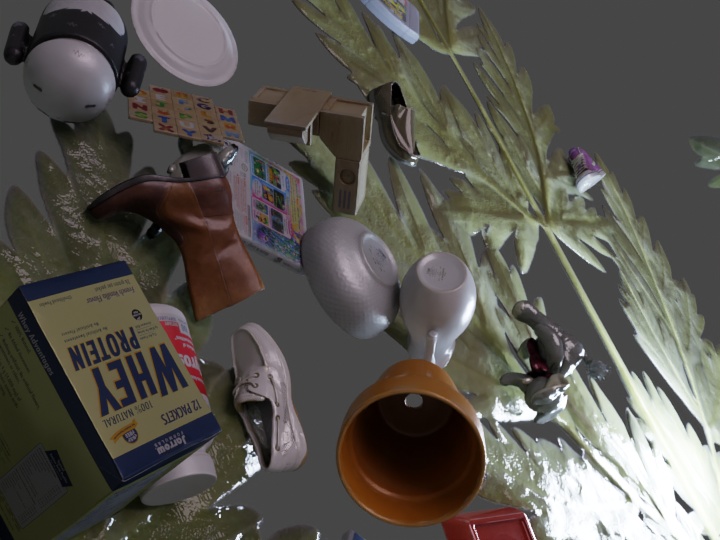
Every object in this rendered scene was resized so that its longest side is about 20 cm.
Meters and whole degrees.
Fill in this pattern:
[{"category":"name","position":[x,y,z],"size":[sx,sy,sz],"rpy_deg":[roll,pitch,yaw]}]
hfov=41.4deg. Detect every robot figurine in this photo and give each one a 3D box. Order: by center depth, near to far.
[{"category":"robot figurine","position":[-0.380,-0.287,1.275],"size":[0.126,0.148,0.202],"rpy_deg":[63,17,-44]}]

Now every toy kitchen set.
[{"category":"toy kitchen set","position":[-0.096,-0.189,1.591],"size":[0.197,0.183,0.164],"rpy_deg":[11,30,9]}]

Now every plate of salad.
[{"category":"plate of salad","position":[-0.288,-0.382,1.552],"size":[0.198,0.048,0.203],"rpy_deg":[23,51,-32]}]

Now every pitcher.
[{"category":"pitcher","position":[0.116,0.086,1.497],"size":[0.119,0.202,0.173],"rpy_deg":[7,50,3]}]

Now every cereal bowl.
[{"category":"cereal bowl","position":[0.000,0.000,1.499],"size":[0.200,0.083,0.202],"rpy_deg":[39,34,-33]}]

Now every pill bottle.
[{"category":"pill bottle","position":[-0.226,0.149,1.059],"size":[0.111,0.112,0.202],"rpy_deg":[9,52,-48]}]

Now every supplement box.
[{"category":"supplement box","position":[-0.279,0.136,0.920],"size":[0.202,0.199,0.134],"rpy_deg":[58,32,8]}]

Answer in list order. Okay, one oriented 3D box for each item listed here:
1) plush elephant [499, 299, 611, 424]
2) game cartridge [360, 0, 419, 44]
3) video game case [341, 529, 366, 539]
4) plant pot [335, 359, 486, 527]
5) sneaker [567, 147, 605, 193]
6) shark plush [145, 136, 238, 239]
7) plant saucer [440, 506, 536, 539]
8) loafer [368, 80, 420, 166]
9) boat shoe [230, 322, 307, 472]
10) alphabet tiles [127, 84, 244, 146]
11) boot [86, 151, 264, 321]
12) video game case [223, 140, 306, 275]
[{"category":"plush elephant","position":[0.328,0.188,1.719],"size":[0.199,0.166,0.155],"rpy_deg":[31,64,26]},{"category":"game cartridge","position":[0.064,-0.630,2.255],"size":[0.199,0.041,0.134],"rpy_deg":[35,40,-27]},{"category":"video game case","position":[0.031,0.453,1.182],"size":[0.182,0.022,0.201],"rpy_deg":[41,35,-19]},{"category":"plant pot","position":[0.073,0.219,1.324],"size":[0.200,0.200,0.184],"rpy_deg":[46,16,-10]},{"category":"sneaker","position":[0.591,-0.275,2.563],"size":[0.115,0.072,0.200],"rpy_deg":[52,21,6]},{"category":"shark plush","position":[-0.230,-0.111,1.331],"size":[0.089,0.084,0.202],"rpy_deg":[12,48,3]},{"category":"plant saucer","position":[0.222,0.448,1.418],"size":[0.198,0.037,0.202],"rpy_deg":[10,51,-48]},{"category":"loafer","position":[0.076,-0.301,1.917],"size":[0.075,0.069,0.202],"rpy_deg":[7,53,-48]},{"category":"boat shoe","position":[-0.129,0.159,1.212],"size":[0.069,0.071,0.202],"rpy_deg":[4,58,-52]},{"category":"alphabet tiles","position":[-0.255,-0.227,1.382],"size":[0.164,0.006,0.201],"rpy_deg":[10,25,-19]},{"category":"boot","position":[-0.241,-0.032,1.248],"size":[0.186,0.068,0.203],"rpy_deg":[-20,100,-20]},{"category":"video game case","position":[-0.158,-0.106,1.476],"size":[0.181,0.024,0.202],"rpy_deg":[28,39,-35]}]
